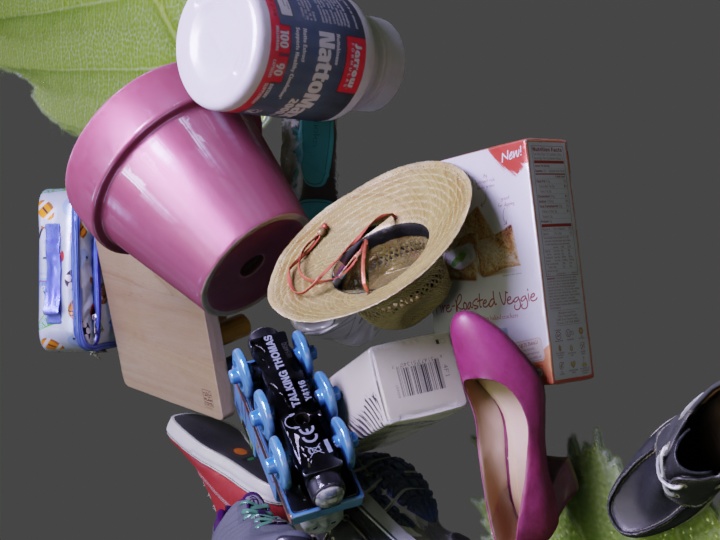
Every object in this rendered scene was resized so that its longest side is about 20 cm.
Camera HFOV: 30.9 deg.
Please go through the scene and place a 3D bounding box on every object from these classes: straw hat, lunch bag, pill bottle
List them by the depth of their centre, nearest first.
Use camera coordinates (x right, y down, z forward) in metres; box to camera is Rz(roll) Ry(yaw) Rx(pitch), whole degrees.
[{"bbox_3d":[0.026,0.003,1.110,0.200,0.202,0.085,2,137,48],"label":"straw hat"},{"bbox_3d":[-0.057,-0.198,1.188,0.119,0.199,0.121,1,92,45],"label":"pill bottle"},{"bbox_3d":[-0.319,0.003,1.523,0.075,0.160,0.203,-2,89,15],"label":"lunch bag"}]

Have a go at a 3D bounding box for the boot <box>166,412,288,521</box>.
[{"bbox_3d":[-0.153,0.253,1.423,0.199,0.072,0.146,30,115,39],"label":"boot"}]

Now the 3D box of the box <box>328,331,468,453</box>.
[{"bbox_3d":[0.020,0.115,1.162,0.200,0.081,0.069,134,124,-67],"label":"box"}]

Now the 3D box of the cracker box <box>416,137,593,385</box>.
[{"bbox_3d":[0.120,-0.002,1.110,0.133,0.057,0.202,-11,84,49],"label":"cracker box"}]

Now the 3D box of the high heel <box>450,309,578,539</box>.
[{"bbox_3d":[0.109,0.134,1.040,0.067,0.096,0.201,-13,114,50],"label":"high heel"}]

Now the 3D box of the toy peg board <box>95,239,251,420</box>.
[{"bbox_3d":[-0.190,0.038,1.451,0.199,0.097,0.201,12,116,48],"label":"toy peg board"}]

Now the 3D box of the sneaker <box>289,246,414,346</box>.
[{"bbox_3d":[0.000,0.000,1.213,0.078,0.099,0.201,53,128,31],"label":"sneaker"}]

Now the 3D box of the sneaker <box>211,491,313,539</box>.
[{"bbox_3d":[-0.104,0.252,1.267,0.200,0.074,0.088,-30,50,54],"label":"sneaker"}]

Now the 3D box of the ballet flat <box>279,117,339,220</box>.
[{"bbox_3d":[-0.056,-0.077,1.303,0.071,0.071,0.202,1,85,48],"label":"ballet flat"}]

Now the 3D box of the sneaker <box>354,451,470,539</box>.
[{"bbox_3d":[0.039,0.254,1.205,0.200,0.076,0.086,49,130,35],"label":"sneaker"}]

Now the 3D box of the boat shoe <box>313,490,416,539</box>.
[{"bbox_3d":[-0.001,0.245,1.156,0.199,0.056,0.069,30,130,39],"label":"boat shoe"}]

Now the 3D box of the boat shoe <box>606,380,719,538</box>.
[{"bbox_3d":[0.245,0.138,0.975,0.200,0.067,0.072,-50,59,39],"label":"boat shoe"}]

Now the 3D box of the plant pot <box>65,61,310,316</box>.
[{"bbox_3d":[-0.147,-0.064,1.221,0.179,0.199,0.201,46,125,24],"label":"plant pot"}]

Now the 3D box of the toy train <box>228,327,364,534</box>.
[{"bbox_3d":[-0.058,0.143,1.159,0.115,0.086,0.201,89,159,-45],"label":"toy train"}]

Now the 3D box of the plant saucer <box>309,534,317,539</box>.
[{"bbox_3d":[-0.015,0.362,1.300,0.199,0.034,0.203,5,97,47],"label":"plant saucer"}]
